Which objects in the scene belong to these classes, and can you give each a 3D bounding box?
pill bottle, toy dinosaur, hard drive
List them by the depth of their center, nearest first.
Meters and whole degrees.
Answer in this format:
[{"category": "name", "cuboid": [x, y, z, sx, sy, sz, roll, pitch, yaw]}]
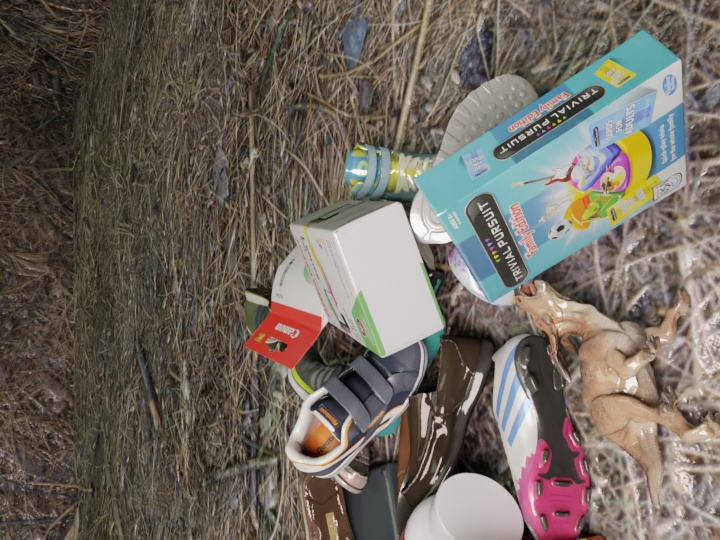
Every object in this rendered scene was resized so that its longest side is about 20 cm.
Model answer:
[{"category": "toy dinosaur", "cuboid": [0.216, 0.095, 0.562, 0.135, 0.086, 0.201, -28, 66, 50]}, {"category": "pill bottle", "cuboid": [0.088, 0.297, 0.651, 0.112, 0.112, 0.201, 57, 143, 43]}, {"category": "hard drive", "cuboid": [0.021, 0.363, 0.840, 0.139, 0.033, 0.201, -37, 56, 47]}]

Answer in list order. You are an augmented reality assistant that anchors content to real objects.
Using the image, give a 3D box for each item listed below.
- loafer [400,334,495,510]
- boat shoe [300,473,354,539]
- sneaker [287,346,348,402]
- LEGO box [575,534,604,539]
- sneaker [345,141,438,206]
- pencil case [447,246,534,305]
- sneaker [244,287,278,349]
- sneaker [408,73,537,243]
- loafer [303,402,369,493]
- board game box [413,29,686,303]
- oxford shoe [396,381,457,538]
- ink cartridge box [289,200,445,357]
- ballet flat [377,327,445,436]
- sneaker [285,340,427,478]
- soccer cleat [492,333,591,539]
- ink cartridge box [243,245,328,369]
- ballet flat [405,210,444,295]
[{"category": "loafer", "cuboid": [0.082, 0.160, 0.714, 0.073, 0.071, 0.201, 77, -145, -80]}, {"category": "boat shoe", "cuboid": [-0.041, 0.362, 0.856, 0.075, 0.074, 0.203, 129, 138, -72]}, {"category": "sneaker", "cuboid": [-0.034, 0.151, 0.852, 0.081, 0.074, 0.200, -52, 35, 7]}, {"category": "LEGO box", "cuboid": [0.128, 0.313, 0.546, 0.077, 0.199, 0.149, 52, 126, 46]}, {"category": "sneaker", "cuboid": [0.058, -0.113, 0.783, 0.200, 0.130, 0.080, 3, 87, 54]}, {"category": "pencil case", "cuboid": [0.171, -0.059, 0.652, 0.200, 0.090, 0.083, -59, 7, 29]}, {"category": "sneaker", "cuboid": [-0.143, 0.093, 1.105, 0.200, 0.067, 0.090, 22, 110, 55]}, {"category": "sneaker", "cuboid": [0.113, -0.118, 0.692, 0.200, 0.076, 0.081, -54, -3, 1]}, {"category": "loafer", "cuboid": [-0.028, 0.215, 0.889, 0.063, 0.072, 0.200, -50, 28, 5]}, {"category": "board game box", "cuboid": [0.162, -0.072, 0.531, 0.200, 0.151, 0.047, -33, 51, 8]}, {"category": "oxford shoe", "cuboid": [0.075, 0.232, 0.772, 0.071, 0.071, 0.201, 155, 121, -78]}, {"category": "ink cartridge box", "cuboid": [0.000, 0.000, 0.753, 0.145, 0.084, 0.200, 69, 165, -13]}, {"category": "ballet flat", "cuboid": [0.046, 0.119, 0.825, 0.070, 0.069, 0.200, 52, 126, 46]}, {"category": "sneaker", "cuboid": [-0.003, 0.147, 0.726, 0.078, 0.079, 0.200, 36, 88, 32]}, {"category": "soccer cleat", "cuboid": [0.171, 0.164, 0.640, 0.086, 0.070, 0.201, 137, 132, -66]}, {"category": "ink cartridge box", "cuboid": [-0.089, 0.036, 0.956, 0.200, 0.050, 0.161, -50, 30, -19]}, {"category": "ballet flat", "cuboid": [0.048, -0.038, 0.850, 0.068, 0.068, 0.200, -51, 55, 24]}]
